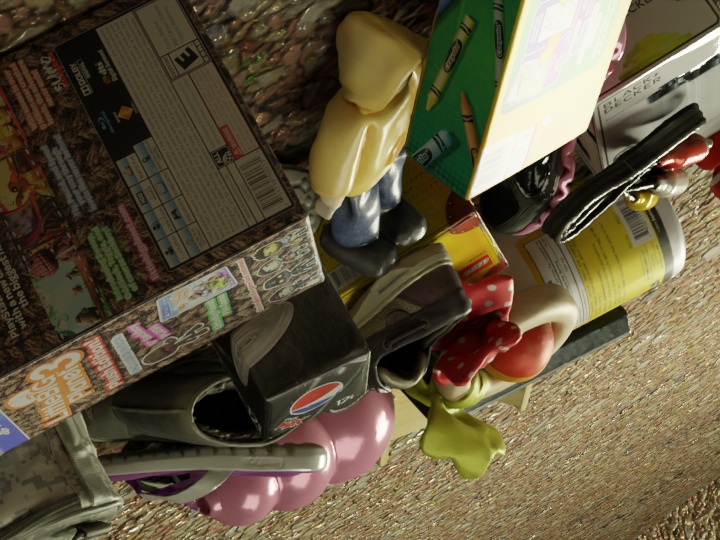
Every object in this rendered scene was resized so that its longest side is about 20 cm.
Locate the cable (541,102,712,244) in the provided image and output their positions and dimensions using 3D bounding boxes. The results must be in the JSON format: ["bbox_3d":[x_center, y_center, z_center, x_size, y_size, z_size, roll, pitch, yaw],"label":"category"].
[{"bbox_3d":[0.202,-0.064,1.169,0.097,0.050,0.200,-47,172,33],"label":"cable"}]

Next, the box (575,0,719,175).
[{"bbox_3d":[0.212,-0.138,1.224,0.116,0.060,0.200,-31,159,1],"label":"box"}]

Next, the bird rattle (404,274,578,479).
[{"bbox_3d":[0.099,0.057,1.282,0.162,0.113,0.201,-25,147,-28],"label":"bird rattle"}]

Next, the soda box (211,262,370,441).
[{"bbox_3d":[-0.070,-0.009,0.934,0.070,0.201,0.063,-24,157,-16],"label":"soda box"}]

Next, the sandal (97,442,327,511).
[{"bbox_3d":[-0.125,0.161,1.259,0.201,0.050,0.082,-4,176,9],"label":"sandal"}]

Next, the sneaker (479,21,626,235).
[{"bbox_3d":[0.105,-0.108,1.112,0.095,0.079,0.201,-8,132,-30],"label":"sneaker"}]

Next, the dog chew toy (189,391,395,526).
[{"bbox_3d":[-0.063,0.143,1.369,0.200,0.125,0.125,-33,165,-38],"label":"dog chew toy"}]

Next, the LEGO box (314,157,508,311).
[{"bbox_3d":[0.000,0.000,1.227,0.199,0.077,0.149,-32,160,3],"label":"LEGO box"}]

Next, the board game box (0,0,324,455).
[{"bbox_3d":[-0.144,-0.028,0.848,0.199,0.160,0.097,-27,160,-6],"label":"board game box"}]

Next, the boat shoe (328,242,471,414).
[{"bbox_3d":[0.018,0.058,1.179,0.072,0.065,0.200,-16,155,-38],"label":"boat shoe"}]

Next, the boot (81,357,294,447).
[{"bbox_3d":[-0.105,0.096,1.206,0.181,0.073,0.199,-12,177,-41],"label":"boot"}]

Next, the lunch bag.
[{"bbox_3d":[-0.238,0.099,0.967,0.167,0.201,0.139,-37,162,27],"label":"lunch bag"}]

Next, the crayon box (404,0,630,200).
[{"bbox_3d":[0.101,-0.150,0.950,0.118,0.058,0.201,-30,148,-36],"label":"crayon box"}]

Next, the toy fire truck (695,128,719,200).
[{"bbox_3d":[0.368,-0.142,1.366,0.200,0.112,0.168,-48,-171,36],"label":"toy fire truck"}]

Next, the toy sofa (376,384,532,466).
[{"bbox_3d":[0.070,0.105,1.587,0.199,0.098,0.083,-16,131,-33],"label":"toy sofa"}]

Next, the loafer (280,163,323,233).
[{"bbox_3d":[-0.107,-0.027,1.055,0.199,0.071,0.069,-18,-166,-42],"label":"loafer"}]

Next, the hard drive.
[{"bbox_3d":[0.123,0.058,1.465,0.199,0.140,0.033,-25,122,-13],"label":"hard drive"}]

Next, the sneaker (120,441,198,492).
[{"bbox_3d":[-0.134,0.166,1.436,0.199,0.074,0.080,-8,152,-46],"label":"sneaker"}]

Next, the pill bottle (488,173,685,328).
[{"bbox_3d":[0.169,-0.005,1.397,0.199,0.113,0.113,-26,159,-9],"label":"pill bottle"}]

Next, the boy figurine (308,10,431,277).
[{"bbox_3d":[0.014,-0.090,1.035,0.124,0.064,0.201,-45,157,-32],"label":"boy figurine"}]
